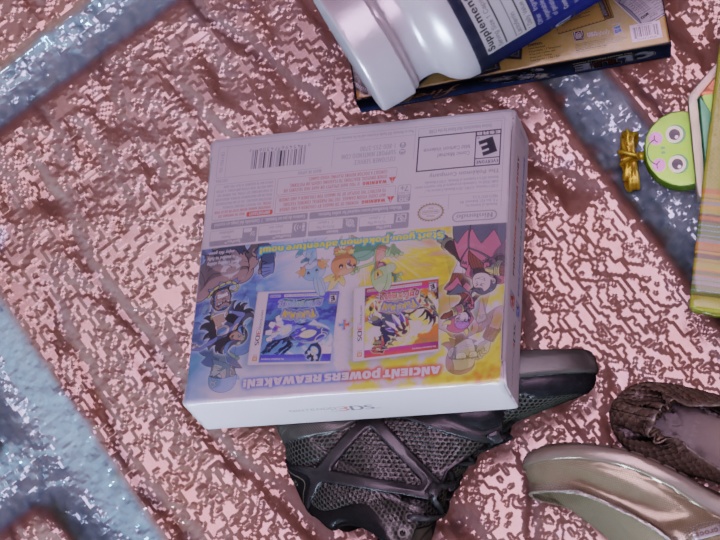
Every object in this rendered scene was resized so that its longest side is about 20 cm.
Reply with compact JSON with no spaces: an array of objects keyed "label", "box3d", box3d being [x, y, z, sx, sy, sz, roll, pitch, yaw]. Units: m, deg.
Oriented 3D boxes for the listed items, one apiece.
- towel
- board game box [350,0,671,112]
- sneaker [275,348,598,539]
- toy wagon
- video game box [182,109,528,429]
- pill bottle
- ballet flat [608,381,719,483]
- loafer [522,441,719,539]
[{"label":"towel","box3d":[0.250,-0.067,1.458,0.086,0.018,0.201,8,80,3]},{"label":"board game box","box3d":[0.086,-0.185,1.527,0.199,0.035,0.136,-9,79,5]},{"label":"sneaker","box3d":[0.055,0.111,1.459,0.199,0.076,0.115,-16,80,6]},{"label":"toy wagon","box3d":[0.257,-0.077,1.486,0.199,0.040,0.156,-5,79,5]},{"label":"video game box","box3d":[0.000,0.000,1.456,0.199,0.047,0.183,-5,60,18]},{"label":"pill bottle","box3d":[0.074,-0.186,1.451,0.200,0.116,0.116,-31,78,1]},{"label":"ballet flat","box3d":[0.246,0.106,1.451,0.199,0.046,0.068,15,83,9]},{"label":"loafer","box3d":[0.186,0.158,1.434,0.199,0.076,0.068,19,77,9]}]
